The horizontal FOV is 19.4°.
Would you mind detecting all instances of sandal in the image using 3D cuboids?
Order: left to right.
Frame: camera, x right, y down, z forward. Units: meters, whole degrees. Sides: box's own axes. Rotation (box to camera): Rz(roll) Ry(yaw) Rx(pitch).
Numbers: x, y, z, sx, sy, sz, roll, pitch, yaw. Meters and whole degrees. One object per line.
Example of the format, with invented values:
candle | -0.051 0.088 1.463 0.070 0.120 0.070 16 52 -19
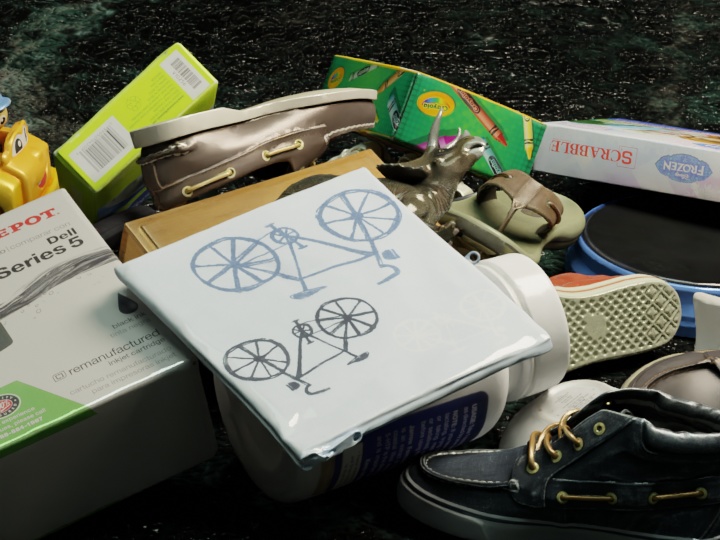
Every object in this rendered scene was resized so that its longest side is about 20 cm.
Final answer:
sandal | 0.111 -0.046 1.495 0.080 0.057 0.201 31 20 14

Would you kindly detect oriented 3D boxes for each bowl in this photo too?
bowl | 0.254 -0.008 1.581 0.200 0.039 0.201 2 23 -1

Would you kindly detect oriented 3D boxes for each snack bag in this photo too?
snack bag | -0.012 0.023 1.219 0.188 0.021 0.200 -23 47 -30

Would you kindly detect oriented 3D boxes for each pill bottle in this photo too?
pill bottle | 0.022 0.058 1.292 0.200 0.120 0.120 -16 29 -25

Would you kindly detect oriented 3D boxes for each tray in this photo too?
tray | -0.048 -0.016 1.399 0.200 0.037 0.099 -20 53 -32

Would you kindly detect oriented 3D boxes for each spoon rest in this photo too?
spoon rest | 0.174 0.086 1.353 0.200 0.061 0.099 -32 33 -31

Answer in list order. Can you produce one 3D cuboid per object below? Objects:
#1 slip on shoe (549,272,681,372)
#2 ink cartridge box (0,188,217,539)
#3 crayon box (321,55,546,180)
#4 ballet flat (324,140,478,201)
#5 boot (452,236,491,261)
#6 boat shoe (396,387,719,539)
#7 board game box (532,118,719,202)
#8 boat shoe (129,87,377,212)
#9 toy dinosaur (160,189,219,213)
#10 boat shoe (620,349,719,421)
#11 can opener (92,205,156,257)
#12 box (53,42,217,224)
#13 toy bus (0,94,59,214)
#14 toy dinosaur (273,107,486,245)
slip on shoe | 0.122 0.035 1.443 0.200 0.074 0.061 -7 10 -25
ink cartridge box | -0.197 0.056 1.265 0.145 0.084 0.200 -25 43 -18
crayon box | 0.052 -0.121 1.689 0.119 0.058 0.200 20 2 -21
ballet flat | 0.025 -0.064 1.651 0.200 0.073 0.073 20 29 35
boot | 0.000 0.000 1.497 0.155 0.073 0.200 -18 40 -39
boat shoe | 0.122 0.110 1.237 0.200 0.091 0.071 6 24 10
board game box | 0.266 -0.087 1.688 0.200 0.041 0.199 11 9 23
boat shoe | -0.067 -0.087 1.451 0.200 0.060 0.072 -15 3 -40
toy dinosaur | -0.111 -0.038 1.458 0.200 0.105 0.182 20 38 -50
boat shoe | 0.244 0.073 1.308 0.200 0.075 0.073 -10 -16 -37
can opener | -0.194 -0.006 1.505 0.079 0.063 0.200 11 26 20
box | -0.167 -0.090 1.558 0.122 0.048 0.200 -44 -3 -11
toy bus | -0.330 -0.116 1.587 0.200 0.192 0.136 5 22 3
toy dinosaur | -0.003 -0.031 1.364 0.200 0.077 0.102 -13 42 -23
